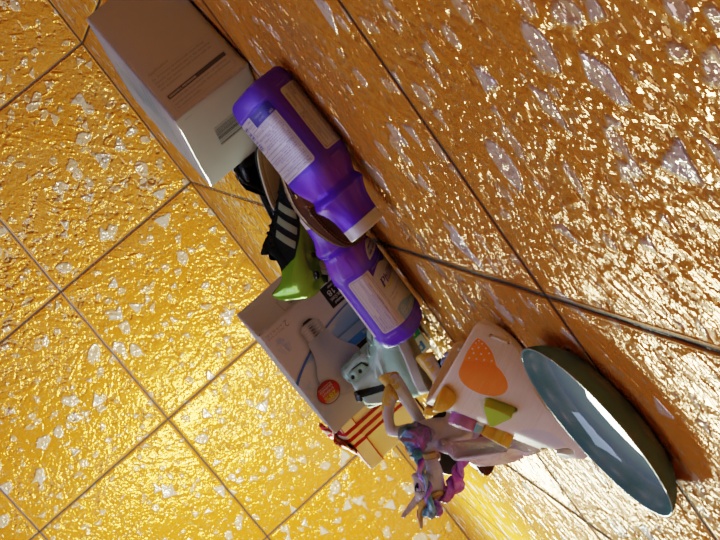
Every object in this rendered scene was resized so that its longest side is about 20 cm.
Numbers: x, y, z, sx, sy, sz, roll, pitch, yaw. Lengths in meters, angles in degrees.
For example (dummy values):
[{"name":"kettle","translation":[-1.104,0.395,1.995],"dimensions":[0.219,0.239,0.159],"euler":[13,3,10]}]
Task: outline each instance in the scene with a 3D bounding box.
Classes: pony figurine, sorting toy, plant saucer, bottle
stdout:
[{"name":"pony figurine","translation":[0.119,0.202,1.412],"dimensions":[0.166,0.190,0.203],"euler":[37,-144,-68]},{"name":"sorting toy","translation":[0.171,0.155,1.258],"dimensions":[0.178,0.108,0.200],"euler":[30,170,3]},{"name":"plant saucer","translation":[0.226,0.143,1.052],"dimensions":[0.201,0.027,0.200],"euler":[49,172,9]},{"name":"bottle","translation":[0.000,0.000,1.429],"dimensions":[0.201,0.065,0.084],"euler":[54,-158,-15]},{"name":"bottle","translation":[-0.054,-0.124,1.235],"dimensions":[0.201,0.065,0.083],"euler":[51,145,-4]}]

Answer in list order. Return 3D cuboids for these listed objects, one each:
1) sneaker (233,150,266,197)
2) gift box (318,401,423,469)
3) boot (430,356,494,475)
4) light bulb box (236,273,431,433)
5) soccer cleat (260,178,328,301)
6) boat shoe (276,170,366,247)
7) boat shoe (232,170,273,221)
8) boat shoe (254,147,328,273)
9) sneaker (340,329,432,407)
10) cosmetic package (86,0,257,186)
[{"name":"sneaker","translation":[-0.169,-0.178,1.603],"dimensions":[0.200,0.077,0.111],"euler":[48,178,-10]},{"name":"gift box","translation":[-0.005,0.275,2.351],"dimensions":[0.201,0.186,0.184],"euler":[51,171,-14]},{"name":"boot","translation":[0.152,0.247,1.586],"dimensions":[0.201,0.063,0.189],"euler":[63,-154,-45]},{"name":"light bulb box","translation":[-0.038,0.088,1.653],"dimensions":[0.201,0.198,0.125],"euler":[52,172,-24]},{"name":"soccer cleat","translation":[-0.095,-0.059,1.481],"dimensions":[0.067,0.080,0.204],"euler":[31,-132,-62]},{"name":"boat shoe","translation":[-0.056,-0.108,1.327],"dimensions":[0.201,0.072,0.068],"euler":[56,172,-18]},{"name":"boat shoe","translation":[-0.160,-0.158,1.705],"dimensions":[0.201,0.062,0.073],"euler":[54,171,-23]},{"name":"boat shoe","translation":[-0.099,-0.085,1.555],"dimensions":[0.067,0.071,0.203],"euler":[-3,116,56]},{"name":"sneaker","translation":[0.010,0.094,1.566],"dimensions":[0.203,0.117,0.074],"euler":[68,-164,-2]},{"name":"cosmetic package","translation":[-0.233,-0.252,1.486],"dimensions":[0.201,0.122,0.200],"euler":[49,172,19]}]
